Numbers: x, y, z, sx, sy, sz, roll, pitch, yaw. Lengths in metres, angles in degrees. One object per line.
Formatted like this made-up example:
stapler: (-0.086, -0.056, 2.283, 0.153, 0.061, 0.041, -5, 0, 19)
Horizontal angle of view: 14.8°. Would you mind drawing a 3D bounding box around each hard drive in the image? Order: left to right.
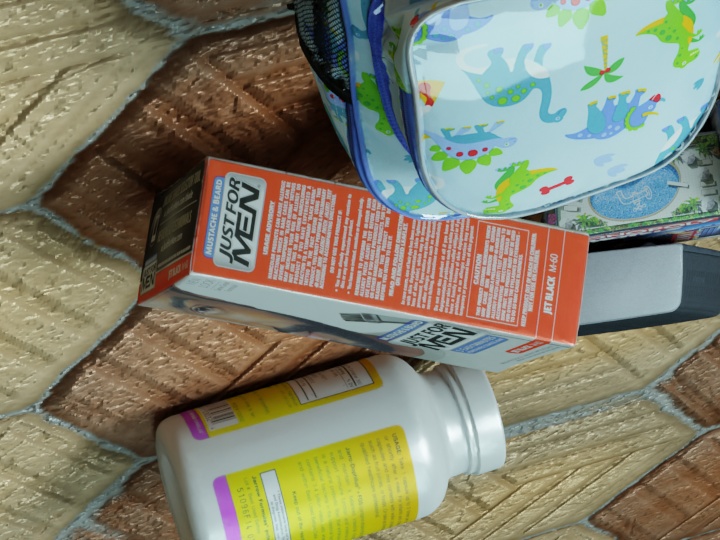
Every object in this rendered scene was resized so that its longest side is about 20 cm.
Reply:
hard drive: (0.099, 0.015, 1.542, 0.200, 0.042, 0.135, -7, 175, 21)

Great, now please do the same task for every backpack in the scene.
backpack: (0.064, -0.108, 1.181, 0.183, 0.147, 0.200, -17, 145, -8)

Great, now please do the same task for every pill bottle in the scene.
pill bottle: (-0.017, 0.113, 1.683, 0.200, 0.104, 0.104, -16, 156, -11)

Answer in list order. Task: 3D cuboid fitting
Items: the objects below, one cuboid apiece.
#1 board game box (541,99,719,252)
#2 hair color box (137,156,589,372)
board game box: (0.193, -0.055, 1.479, 0.200, 0.062, 0.200, -9, 175, 2)
hair color box: (0.000, 0.000, 1.386, 0.200, 0.064, 0.111, 12, 168, -15)
